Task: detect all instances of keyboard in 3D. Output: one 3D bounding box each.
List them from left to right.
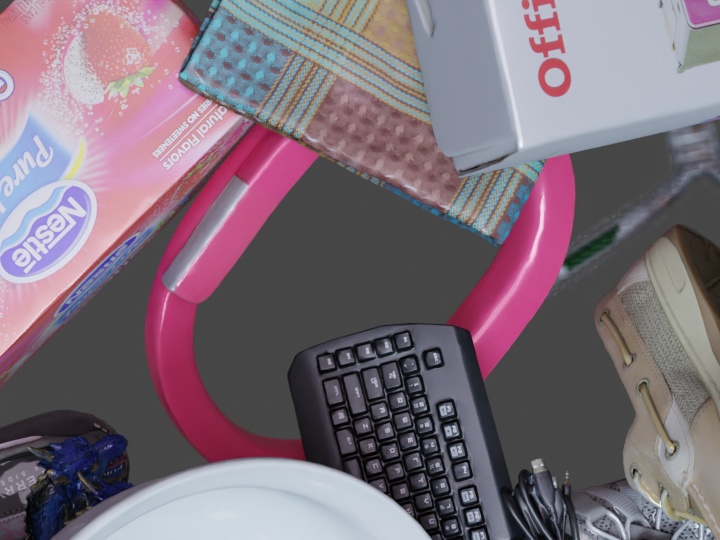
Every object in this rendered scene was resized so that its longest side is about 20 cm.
[{"bbox_3d":[0.040,0.115,0.834,0.104,0.040,0.201,-16,82,5],"label":"keyboard"}]

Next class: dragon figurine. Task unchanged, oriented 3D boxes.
[{"bbox_3d":[-0.161,0.134,0.849,0.199,0.059,0.100,-22,127,-5],"label":"dragon figurine"}]

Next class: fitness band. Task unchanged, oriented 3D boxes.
[{"bbox_3d":[0.000,0.000,0.888,0.144,0.037,0.200,39,91,-28],"label":"fitness band"}]

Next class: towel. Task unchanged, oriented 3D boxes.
[{"bbox_3d":[0.035,-0.129,0.846,0.146,0.022,0.201,26,79,1],"label":"towel"}]

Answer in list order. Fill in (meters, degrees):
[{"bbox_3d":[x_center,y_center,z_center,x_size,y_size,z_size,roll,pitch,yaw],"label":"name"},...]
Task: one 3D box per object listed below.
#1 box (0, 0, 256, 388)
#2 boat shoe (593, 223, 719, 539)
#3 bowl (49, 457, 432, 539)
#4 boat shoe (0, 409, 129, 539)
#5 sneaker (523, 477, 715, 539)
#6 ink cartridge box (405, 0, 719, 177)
[{"bbox_3d":[-0.138,-0.033,0.886,0.200,0.095,0.100,-44,90,-1],"label":"box"},{"bbox_3d":[0.139,0.070,0.852,0.065,0.200,0.072,-40,131,24],"label":"boat shoe"},{"bbox_3d":[-0.064,0.157,0.793,0.200,0.090,0.202,-6,102,-28],"label":"bowl"},{"bbox_3d":[-0.190,0.114,0.903,0.199,0.057,0.067,-27,89,0],"label":"boat shoe"},{"bbox_3d":[0.108,0.122,0.888,0.199,0.082,0.075,-13,89,0],"label":"sneaker"},{"bbox_3d":[0.118,-0.127,0.802,0.199,0.085,0.145,-14,91,-14],"label":"ink cartridge box"}]
